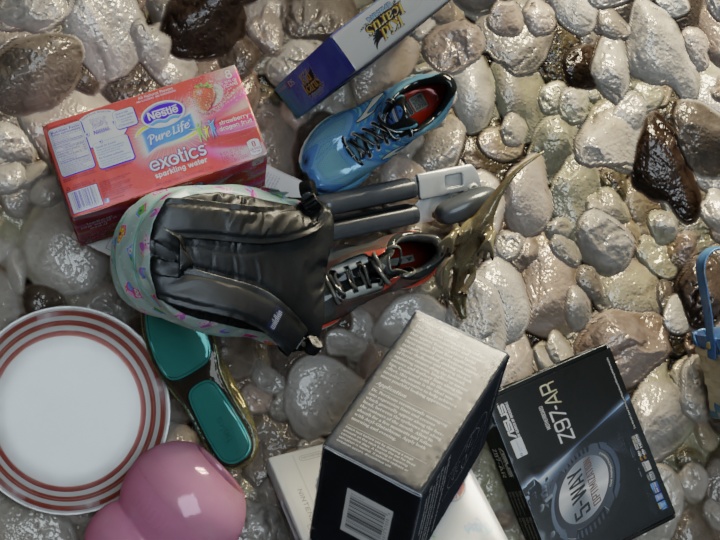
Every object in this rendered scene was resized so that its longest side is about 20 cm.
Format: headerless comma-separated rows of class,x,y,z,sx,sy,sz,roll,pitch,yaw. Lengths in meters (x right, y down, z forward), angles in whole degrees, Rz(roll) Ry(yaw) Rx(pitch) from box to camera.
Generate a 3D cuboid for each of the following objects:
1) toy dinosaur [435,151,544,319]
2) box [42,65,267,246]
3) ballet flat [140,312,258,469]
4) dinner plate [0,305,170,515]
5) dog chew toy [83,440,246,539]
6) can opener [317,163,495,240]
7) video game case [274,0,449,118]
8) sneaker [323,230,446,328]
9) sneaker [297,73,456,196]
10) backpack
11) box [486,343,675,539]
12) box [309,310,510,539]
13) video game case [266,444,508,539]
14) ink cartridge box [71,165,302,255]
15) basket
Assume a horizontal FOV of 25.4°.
toy dinosaur,0.118,-0.036,1.644,0.058,0.101,0.201,26,113,6
box,-0.199,-0.112,1.561,0.198,0.095,0.104,-20,77,-10
ballet flat,-0.159,0.103,1.576,0.070,0.071,0.201,-26,86,-21
dinner plate,-0.283,0.136,1.550,0.198,0.024,0.203,4,78,-18
dog chew toy,-0.203,0.257,1.505,0.200,0.125,0.125,-44,95,-2
can opener,0.050,-0.069,1.667,0.198,0.067,0.054,-13,104,-27
video game case,0.017,-0.242,1.623,0.181,0.200,0.046,-39,95,-20
sneaker,0.000,0.000,1.637,0.199,0.082,0.078,-24,88,-21
sneaker,0.019,-0.152,1.666,0.199,0.090,0.079,-38,93,-17
backpack,-0.132,-0.005,1.499,0.198,0.126,0.169,8,79,-35
box,0.227,0.200,1.697,0.159,0.043,0.202,-20,87,-21
box,0.047,0.168,1.536,0.106,0.149,0.200,25,48,15
video game case,0.028,0.239,1.586,0.198,0.024,0.183,-12,51,-20
ink cartridge box,-0.167,-0.052,1.621,0.198,0.050,0.162,24,73,5
basket,0.452,0.064,1.745,0.174,0.139,0.202,-10,93,-19
